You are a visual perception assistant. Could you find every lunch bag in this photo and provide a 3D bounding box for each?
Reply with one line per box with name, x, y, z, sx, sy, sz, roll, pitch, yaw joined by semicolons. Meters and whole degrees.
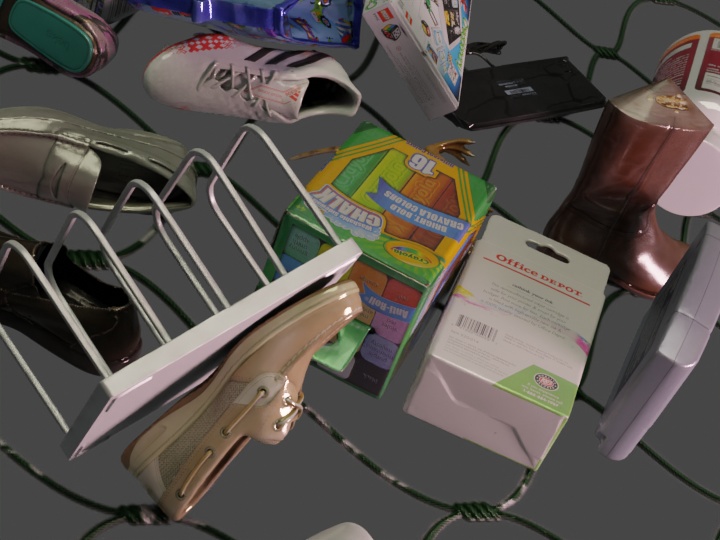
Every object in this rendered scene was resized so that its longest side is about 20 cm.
lunch bag;-0.101;-0.237;1.496;0.150;0.094;0.200;15;22;19

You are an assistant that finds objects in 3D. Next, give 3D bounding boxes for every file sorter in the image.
file sorter;-0.129;0.008;1.133;0.200;0.139;0.125;-30;82;-28

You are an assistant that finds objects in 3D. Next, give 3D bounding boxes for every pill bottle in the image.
pill bottle;0.326;-0.140;1.640;0.113;0.113;0.200;25;38;2

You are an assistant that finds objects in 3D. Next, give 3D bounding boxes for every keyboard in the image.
keyboard;0.138;-0.185;1.676;0.200;0.021;0.127;-12;51;-38

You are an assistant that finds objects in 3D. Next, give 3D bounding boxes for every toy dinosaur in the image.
toy dinosaur;0.051;-0.077;1.472;0.200;0.060;0.106;38;42;19

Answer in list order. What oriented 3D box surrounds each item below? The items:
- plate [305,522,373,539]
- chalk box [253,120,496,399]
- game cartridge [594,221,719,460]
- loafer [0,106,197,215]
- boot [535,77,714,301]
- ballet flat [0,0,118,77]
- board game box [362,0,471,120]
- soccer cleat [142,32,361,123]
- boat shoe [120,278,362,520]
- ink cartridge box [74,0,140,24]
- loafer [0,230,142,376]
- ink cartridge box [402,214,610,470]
plate;-0.015;0.253;1.075;0.199;0.032;0.200;-17;53;-40
chalk box;0.000;0.000;1.304;0.125;0.124;0.200;27;38;7
game cartridge;0.249;0.049;1.363;0.042;0.133;0.200;33;39;1
loafer;-0.222;-0.081;1.333;0.200;0.070;0.070;4;34;-24
boot;0.262;-0.068;1.452;0.186;0.200;0.064;5;42;-21
ballet flat;-0.297;-0.234;1.488;0.200;0.069;0.071;32;21;5
board game box;0.057;-0.247;1.606;0.126;0.035;0.200;55;26;-30
soccer cleat;-0.091;-0.162;1.492;0.200;0.069;0.085;0;29;-34
boat shoe;-0.067;0.085;1.132;0.065;0.200;0.072;50;8;9
ink cartridge box;-0.255;-0.324;1.572;0.109;0.050;0.200;-32;73;-31
loafer;-0.240;0.000;1.226;0.200;0.071;0.073;25;38;2
ink cartridge box;0.120;0.052;1.348;0.117;0.067;0.200;25;39;3
